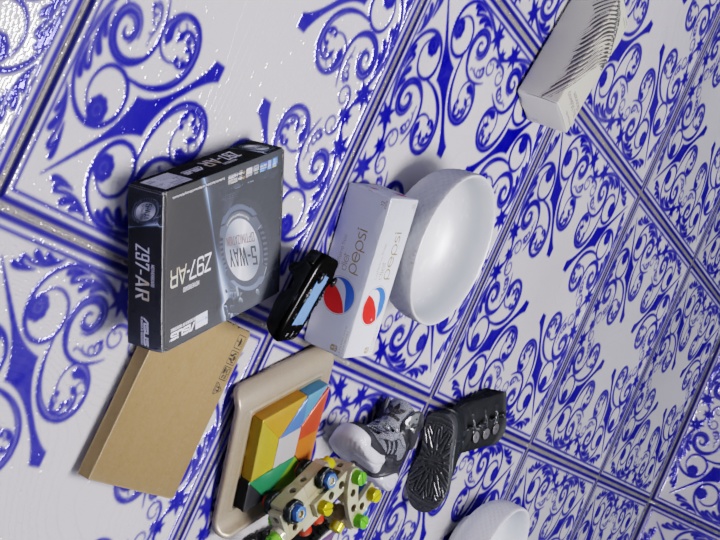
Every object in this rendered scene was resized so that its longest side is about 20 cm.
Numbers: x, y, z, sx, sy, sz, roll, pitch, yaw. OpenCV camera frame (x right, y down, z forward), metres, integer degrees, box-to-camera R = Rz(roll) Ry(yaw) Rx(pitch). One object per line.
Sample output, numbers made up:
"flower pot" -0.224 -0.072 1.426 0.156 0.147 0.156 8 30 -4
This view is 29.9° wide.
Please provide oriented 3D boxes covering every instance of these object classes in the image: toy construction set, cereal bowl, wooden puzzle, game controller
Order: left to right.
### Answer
"wooden puzzle" -0.098 0.204 1.608 0.185 0.037 0.201 -24 130 -52
"game controller" -0.061 0.029 1.475 0.200 0.042 0.105 28 84 -86
"toy construction set" -0.053 0.305 1.637 0.200 0.091 0.132 -56 140 -47
"cereal bowl" 0.086 -0.038 1.704 0.200 0.083 0.201 -40 142 -42
"cereal bowl" 0.199 0.471 2.250 0.200 0.083 0.201 -39 140 -42

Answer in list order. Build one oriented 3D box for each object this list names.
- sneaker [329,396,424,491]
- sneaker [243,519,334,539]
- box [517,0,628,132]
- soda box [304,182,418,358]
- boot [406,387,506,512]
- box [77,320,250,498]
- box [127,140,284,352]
"sneaker" 0.024 0.214 1.793 0.114 0.075 0.200 -59 157 -16
"sneaker" -0.095 0.369 1.699 0.200 0.075 0.088 -25 136 -52
"box" 0.302 -0.302 1.902 0.201 0.068 0.082 -60 151 -15
"soda box" 0.000 0.000 1.604 0.068 0.063 0.201 -1 110 -59
"boot" 0.154 0.274 2.076 0.200 0.065 0.166 -14 124 -61
"box" -0.199 0.133 1.396 0.201 0.021 0.163 -65 152 -5
"box" -0.149 -0.028 1.318 0.200 0.043 0.161 -28 127 -55
